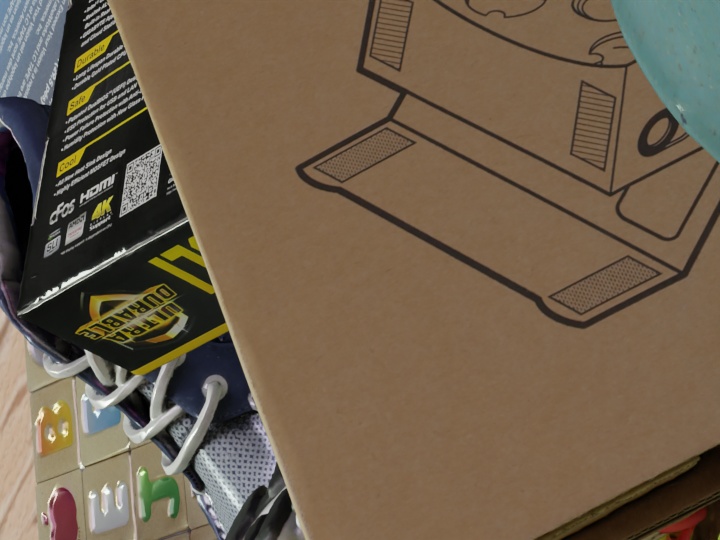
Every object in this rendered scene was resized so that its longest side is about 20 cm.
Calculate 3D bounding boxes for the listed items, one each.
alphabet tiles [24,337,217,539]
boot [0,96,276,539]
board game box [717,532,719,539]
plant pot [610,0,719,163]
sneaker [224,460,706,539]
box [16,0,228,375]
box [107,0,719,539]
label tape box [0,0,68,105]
[{"bbox_3d":[-0.060,0.037,0.984,0.200,0.006,0.168,-23,69,52],"label":"alphabet tiles"},{"bbox_3d":[-0.058,0.034,0.897,0.073,0.090,0.201,-54,46,37],"label":"boot"},{"bbox_3d":[0.087,0.155,0.583,0.102,0.047,0.201,-141,64,-65],"label":"board game box"},{"bbox_3d":[0.121,-0.102,0.452,0.189,0.198,0.201,103,164,-50],"label":"plant pot"},{"bbox_3d":[0.056,0.037,0.693,0.200,0.090,0.078,-45,8,24],"label":"sneaker"},{"bbox_3d":[-0.009,-0.078,0.787,0.200,0.049,0.161,-28,45,44],"label":"box"},{"bbox_3d":[0.041,-0.034,0.638,0.163,0.021,0.201,-28,52,6],"label":"box"},{"bbox_3d":[-0.083,-0.093,1.085,0.201,0.066,0.144,60,137,35],"label":"label tape box"}]
